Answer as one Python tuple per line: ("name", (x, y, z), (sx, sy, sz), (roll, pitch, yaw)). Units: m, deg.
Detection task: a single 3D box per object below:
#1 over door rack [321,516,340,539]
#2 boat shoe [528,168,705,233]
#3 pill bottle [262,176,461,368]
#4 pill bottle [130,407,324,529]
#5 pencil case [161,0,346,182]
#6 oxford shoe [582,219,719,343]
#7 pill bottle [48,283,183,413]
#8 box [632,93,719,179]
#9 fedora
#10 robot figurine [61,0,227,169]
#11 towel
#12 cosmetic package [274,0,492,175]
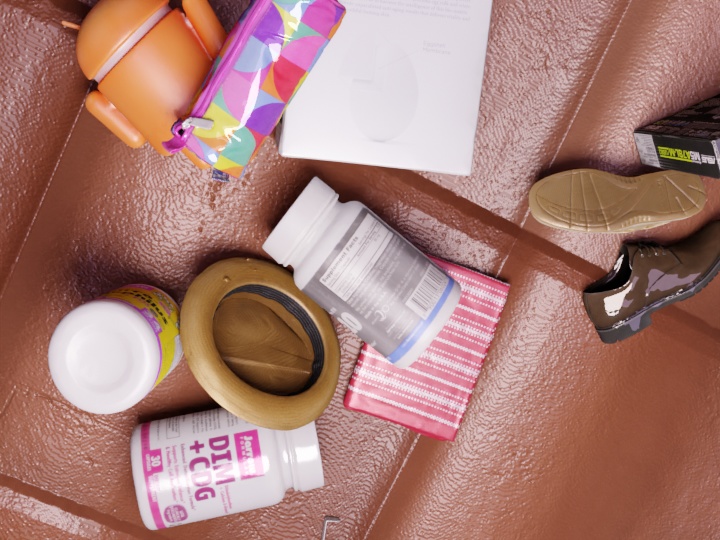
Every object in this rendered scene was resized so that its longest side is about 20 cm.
("over door rack", (0.047, 0.363, 1.128), (0.197, 0.148, 0.068), (22, 93, -13))
("boat shoe", (0.280, -0.071, 1.104), (0.196, 0.069, 0.075), (-1, 78, -3))
("pill bottle", (0.000, 0.000, 1.049), (0.199, 0.114, 0.114), (39, 95, -4))
("pill bottle", (-0.143, 0.207, 1.081), (0.196, 0.113, 0.116), (-11, 104, -6))
("pencil case", (-0.095, -0.179, 0.899), (0.088, 0.089, 0.202), (32, 100, -14))
("oxford shoe", (0.342, -0.005, 1.129), (0.198, 0.073, 0.085), (-35, 103, 0))
("pill bottle", (-0.232, 0.070, 0.987), (0.102, 0.200, 0.107), (0, 96, 1))
("box", (0.413, -0.159, 1.039), (0.190, 0.200, 0.048), (-21, 103, -4))
("fedora", (-0.115, 0.086, 1.058), (0.200, 0.202, 0.081), (42, 138, -15))
("robot figurine", (-0.198, -0.198, 0.982), (0.200, 0.143, 0.117), (46, 59, -15))
("towel", (0.075, 0.087, 1.135), (0.142, 0.022, 0.203), (19, 97, -10))
("cosmetic package", (0.020, -0.214, 1.006), (0.195, 0.123, 0.204), (5, 102, -9))
